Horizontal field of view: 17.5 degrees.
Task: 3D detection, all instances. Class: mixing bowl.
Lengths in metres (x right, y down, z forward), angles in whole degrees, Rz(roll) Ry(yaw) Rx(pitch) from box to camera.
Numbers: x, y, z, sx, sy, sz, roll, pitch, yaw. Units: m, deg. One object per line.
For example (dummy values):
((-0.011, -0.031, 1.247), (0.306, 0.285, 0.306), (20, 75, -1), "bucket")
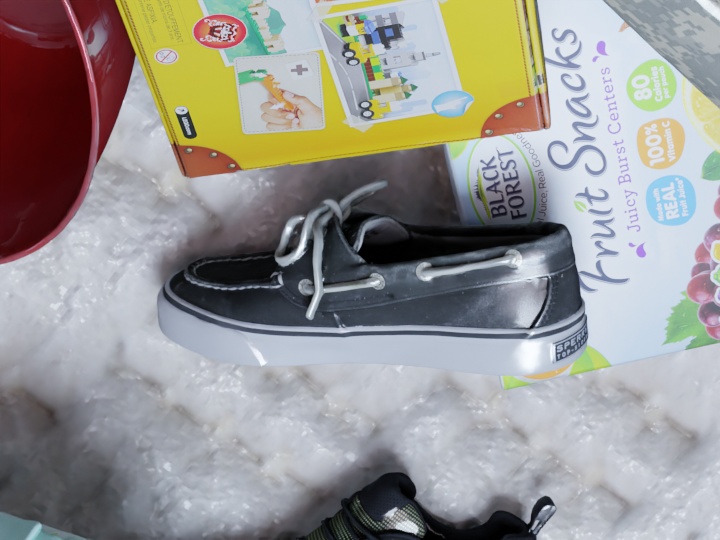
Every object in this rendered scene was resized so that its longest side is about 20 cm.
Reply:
((-0.160, -0.114, 0.917), (0.199, 0.108, 0.201), (17, 130, 21), "mixing bowl")

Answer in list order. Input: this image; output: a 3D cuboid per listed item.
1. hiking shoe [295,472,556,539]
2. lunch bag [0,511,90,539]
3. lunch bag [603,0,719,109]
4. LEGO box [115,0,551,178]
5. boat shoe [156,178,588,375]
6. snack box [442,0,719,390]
((-0.009, 0.138, 1.098), (0.199, 0.076, 0.101), (2, 108, -13), "hiking shoe")
((-0.154, 0.181, 1.040), (0.170, 0.122, 0.201), (14, 126, 40), "lunch bag")
((0.161, -0.122, 0.849), (0.200, 0.168, 0.139), (39, 118, -13), "lunch bag")
((-0.015, -0.128, 0.853), (0.148, 0.077, 0.200), (-7, 146, 6), "LEGO box")
((-0.001, 0.001, 0.996), (0.199, 0.074, 0.068), (5, 115, 32), "boat shoe")
((0.107, -0.058, 1.007), (0.142, 0.053, 0.201), (-12, 116, 5), "snack box")
